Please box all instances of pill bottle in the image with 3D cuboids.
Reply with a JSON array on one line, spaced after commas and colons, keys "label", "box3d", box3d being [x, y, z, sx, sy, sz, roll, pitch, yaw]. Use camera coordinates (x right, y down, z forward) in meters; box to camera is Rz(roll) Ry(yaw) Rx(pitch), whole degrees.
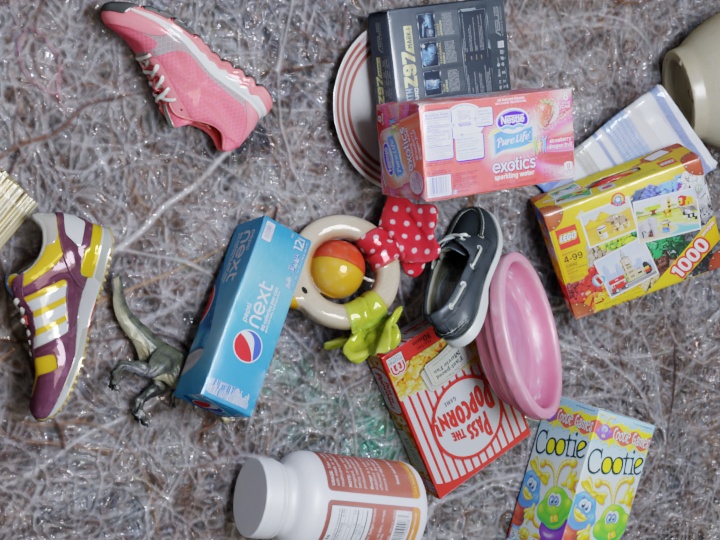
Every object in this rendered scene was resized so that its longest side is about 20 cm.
[{"label": "pill bottle", "box3d": [-0.034, 0.260, 1.186, 0.199, 0.112, 0.113, 13, 90, -30]}]

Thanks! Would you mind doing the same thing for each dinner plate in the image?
[{"label": "dinner plate", "box3d": [0.053, -0.190, 1.232, 0.199, 0.024, 0.201, -3, 97, -28]}]

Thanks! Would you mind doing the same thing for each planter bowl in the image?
[{"label": "planter bowl", "box3d": [0.473, -0.242, 1.382, 0.134, 0.200, 0.201, -12, 103, 0]}]

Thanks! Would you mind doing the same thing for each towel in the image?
[{"label": "towel", "box3d": [0.340, -0.123, 1.356, 0.200, 0.024, 0.147, -38, 113, 8]}]

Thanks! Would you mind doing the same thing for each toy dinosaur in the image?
[{"label": "toy dinosaur", "box3d": [-0.215, 0.105, 1.106, 0.200, 0.047, 0.088, 51, 63, -23]}]

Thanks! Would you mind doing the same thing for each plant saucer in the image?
[{"label": "plant saucer", "box3d": [0.186, 0.080, 1.277, 0.200, 0.051, 0.202, 42, 41, -51]}]

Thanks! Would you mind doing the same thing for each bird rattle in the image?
[{"label": "bird rattle", "box3d": [0.000, 0.000, 1.184, 0.162, 0.113, 0.201, 19, 81, -12]}]

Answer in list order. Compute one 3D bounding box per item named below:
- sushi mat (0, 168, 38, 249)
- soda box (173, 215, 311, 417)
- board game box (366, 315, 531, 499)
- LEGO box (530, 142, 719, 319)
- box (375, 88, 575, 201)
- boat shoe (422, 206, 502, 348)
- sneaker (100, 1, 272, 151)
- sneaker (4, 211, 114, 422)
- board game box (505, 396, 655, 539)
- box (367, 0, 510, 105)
[{"label": "sushi mat", "box3d": [-0.400, -0.019, 1.003, 0.096, 0.012, 0.200, 42, 76, -26]}, {"label": "soda box", "box3d": [-0.122, 0.049, 1.112, 0.064, 0.068, 0.201, 29, 68, -28]}, {"label": "board game box", "box3d": [0.108, 0.149, 1.290, 0.151, 0.046, 0.201, -31, 110, -23]}, {"label": "LEGO box", "box3d": [0.332, -0.049, 1.328, 0.199, 0.077, 0.150, -21, 110, 2]}, {"label": "box", "box3d": [0.125, -0.140, 1.154, 0.199, 0.095, 0.103, -12, 104, -27]}, {"label": "boat shoe", "box3d": [0.115, -0.008, 1.221, 0.060, 0.075, 0.201, 41, 39, -29]}, {"label": "sneaker", "box3d": [-0.181, -0.191, 1.071, 0.200, 0.074, 0.087, 34, 81, -28]}, {"label": "sneaker", "box3d": [-0.307, 0.043, 1.036, 0.090, 0.075, 0.201, 16, 81, -22]}, {"label": "board game box", "box3d": [0.281, 0.273, 1.370, 0.103, 0.105, 0.201, 19, 86, -29]}, {"label": "box", "box3d": [0.095, -0.201, 1.212, 0.157, 0.051, 0.201, -14, 104, -27]}]
